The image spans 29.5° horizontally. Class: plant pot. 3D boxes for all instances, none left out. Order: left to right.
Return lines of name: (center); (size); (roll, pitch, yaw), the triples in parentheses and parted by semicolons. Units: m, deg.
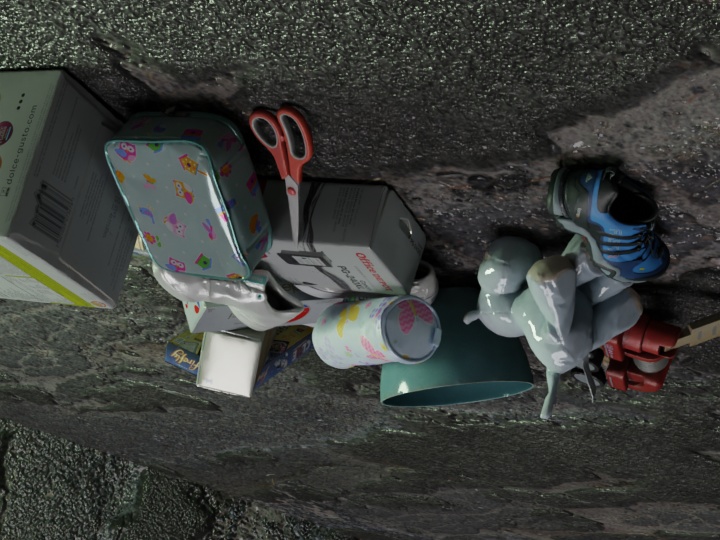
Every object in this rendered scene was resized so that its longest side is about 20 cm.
plant pot: (0.119, 0.097, 1.785); (0.200, 0.135, 0.200); (-5, 167, -1)

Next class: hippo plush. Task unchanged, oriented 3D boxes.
hippo plush: (0.219, 0.036, 1.584); (0.159, 0.200, 0.161); (-15, -157, -32)

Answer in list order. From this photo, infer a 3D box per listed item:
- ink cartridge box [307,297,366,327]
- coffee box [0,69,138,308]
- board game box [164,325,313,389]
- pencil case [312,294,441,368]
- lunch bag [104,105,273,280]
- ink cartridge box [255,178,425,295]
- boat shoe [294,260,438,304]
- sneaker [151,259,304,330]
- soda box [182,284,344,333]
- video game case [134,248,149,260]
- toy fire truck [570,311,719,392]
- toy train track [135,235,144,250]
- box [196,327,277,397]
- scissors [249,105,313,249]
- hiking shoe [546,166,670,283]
ink cartridge box: (0.015, 0.059, 1.911); (0.200, 0.050, 0.109); (13, 160, 5)
coffee box: (-0.382, -0.090, 1.551); (0.198, 0.200, 0.200); (4, 159, 29)
board game box: (-0.170, 0.108, 1.975); (0.135, 0.035, 0.200); (21, -154, 21)
pencil case: (0.018, 0.079, 1.688); (0.091, 0.083, 0.200); (34, 160, -20)
lunch bag: (-0.192, -0.088, 1.522); (0.160, 0.077, 0.200); (6, 130, 31)
ink cartridge box: (-0.042, -0.040, 1.628); (0.200, 0.083, 0.145); (5, 159, 25)
boat shoe: (0.000, 0.000, 1.736); (0.200, 0.072, 0.066); (14, 147, 16)
sneaker: (-0.154, 0.011, 1.650); (0.200, 0.075, 0.088); (26, 156, -37)
soda box: (-0.128, 0.033, 1.783); (0.200, 0.064, 0.068); (-3, 149, -29)
video game case: (-0.273, -0.025, 1.844); (0.182, 0.022, 0.200); (9, 177, 13)
toy fire truck: (0.365, 0.083, 1.670); (0.200, 0.129, 0.176); (17, 163, 22)
toy train track: (-0.314, -0.088, 1.680); (0.200, 0.115, 0.033); (20, -152, 30)
box: (-0.162, 0.084, 1.876); (0.078, 0.095, 0.200); (13, -155, 1)
scissors: (-0.069, -0.095, 1.481); (0.073, 0.014, 0.200); (8, 132, 29)
hiking shoe: (0.276, -0.042, 1.419); (0.087, 0.074, 0.200); (-4, 153, 43)
